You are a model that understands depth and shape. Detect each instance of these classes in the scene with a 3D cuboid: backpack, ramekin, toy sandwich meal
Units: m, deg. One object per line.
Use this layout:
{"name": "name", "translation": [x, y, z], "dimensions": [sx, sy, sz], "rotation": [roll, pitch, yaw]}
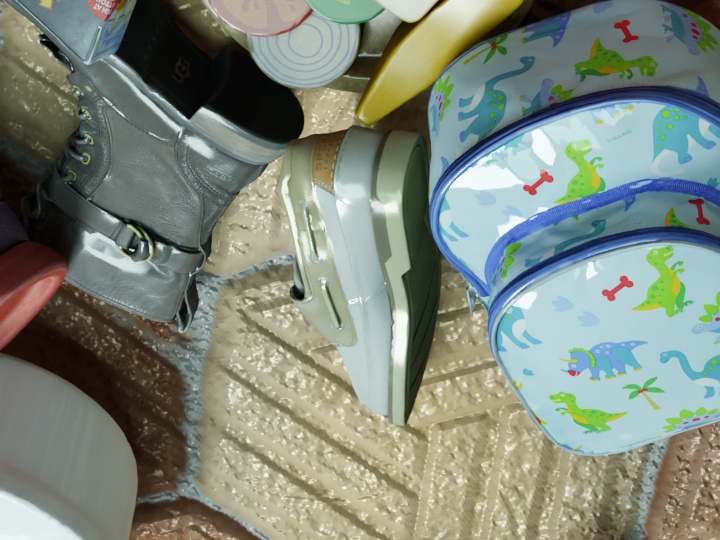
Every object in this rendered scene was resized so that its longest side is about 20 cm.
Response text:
{"name": "backpack", "translation": [0.130, -0.020, 1.327], "dimensions": [0.183, 0.147, 0.200], "rotation": [-21, 128, 23]}
{"name": "ramekin", "translation": [-0.217, 0.130, 1.523], "dimensions": [0.200, 0.098, 0.201], "rotation": [8, 140, 7]}
{"name": "toy sandwich meal", "translation": [0.001, -0.160, 1.323], "dimensions": [0.205, 0.070, 0.205], "rotation": [5, 124, 8]}

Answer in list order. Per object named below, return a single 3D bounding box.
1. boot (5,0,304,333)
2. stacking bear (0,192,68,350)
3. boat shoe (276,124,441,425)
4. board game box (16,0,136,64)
{"name": "boot", "translation": [-0.139, -0.065, 1.421], "dimensions": [0.200, 0.069, 0.174], "rotation": [37, 131, -5]}
{"name": "stacking bear", "translation": [-0.256, -0.037, 1.425], "dimensions": [0.200, 0.114, 0.121], "rotation": [45, 124, 4]}
{"name": "boat shoe", "translation": [0.000, 0.000, 1.423], "dimensions": [0.068, 0.075, 0.200], "rotation": [9, 137, 12]}
{"name": "board game box", "translation": [-0.136, -0.209, 1.289], "dimensions": [0.200, 0.062, 0.200], "rotation": [-33, 95, 15]}
